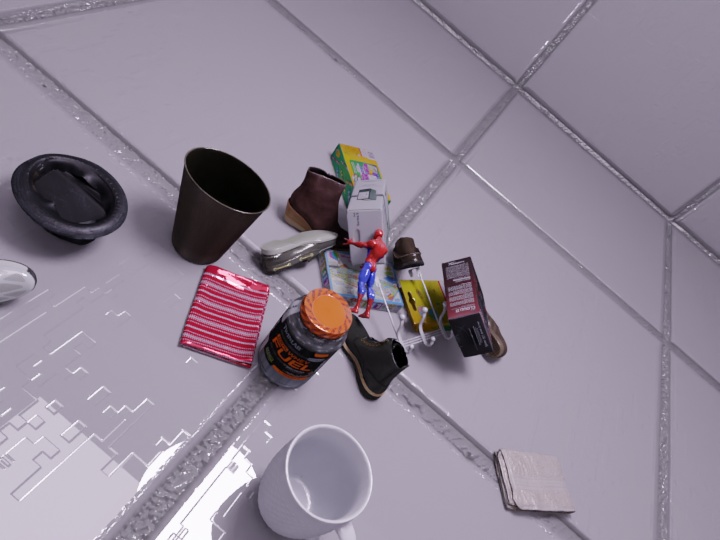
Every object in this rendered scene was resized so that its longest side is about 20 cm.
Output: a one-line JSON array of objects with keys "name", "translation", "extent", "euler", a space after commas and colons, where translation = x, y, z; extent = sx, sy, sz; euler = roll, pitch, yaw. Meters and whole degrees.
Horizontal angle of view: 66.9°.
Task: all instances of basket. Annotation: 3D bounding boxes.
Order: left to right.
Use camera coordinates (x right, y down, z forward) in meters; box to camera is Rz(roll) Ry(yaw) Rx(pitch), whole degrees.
[{"name": "basket", "translation": [-0.297, -0.115, 1.092], "extent": [0.180, 0.200, 0.136], "euler": [38, 41, -4]}]

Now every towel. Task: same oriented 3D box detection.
[{"name": "towel", "translation": [-0.261, 0.085, 1.082], "extent": [0.144, 0.022, 0.200], "euler": [23, 45, -18]}, {"name": "towel", "translation": [0.390, 0.472, 1.222], "extent": [0.200, 0.034, 0.133], "euler": [14, 49, -27]}]

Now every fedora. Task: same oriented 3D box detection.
[{"name": "fedora", "translation": [-0.533, -0.118, 1.002], "extent": [0.200, 0.092, 0.201], "euler": [20, 46, -22]}]

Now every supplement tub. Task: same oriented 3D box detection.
[{"name": "supplement tub", "translation": [-0.104, 0.127, 1.028], "extent": [0.122, 0.200, 0.123], "euler": [20, 45, -21]}]

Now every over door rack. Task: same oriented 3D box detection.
[{"name": "over door rack", "translation": [0.123, 0.081, 1.265], "extent": [0.147, 0.067, 0.200], "euler": [-12, 65, -36]}]

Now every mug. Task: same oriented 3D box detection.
[{"name": "mug", "translation": [-0.073, 0.369, 0.862], "extent": [0.147, 0.175, 0.200], "euler": [-15, 66, -43]}]

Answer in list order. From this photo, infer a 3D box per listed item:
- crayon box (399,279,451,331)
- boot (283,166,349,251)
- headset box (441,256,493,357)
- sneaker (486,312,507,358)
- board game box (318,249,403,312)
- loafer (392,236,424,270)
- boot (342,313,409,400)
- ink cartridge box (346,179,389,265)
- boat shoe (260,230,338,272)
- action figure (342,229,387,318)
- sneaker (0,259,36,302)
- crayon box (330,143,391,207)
[{"name": "crayon box", "translation": [0.181, 0.088, 1.381], "extent": [0.200, 0.051, 0.127], "euler": [3, 56, -35]}, {"name": "boot", "translation": [-0.073, -0.141, 1.302], "extent": [0.200, 0.166, 0.072], "euler": [26, 39, -15]}, {"name": "headset box", "translation": [0.249, 0.092, 1.271], "extent": [0.200, 0.075, 0.149], "euler": [-87, 157, -46]}, {"name": "sneaker", "translation": [0.320, 0.142, 1.443], "extent": [0.075, 0.070, 0.200], "euler": [10, 51, -55]}, {"name": "board game box", "translation": [0.001, 0.025, 1.317], "extent": [0.200, 0.034, 0.135], "euler": [11, 50, -29]}, {"name": "loafer", "translation": [0.109, -0.047, 1.364], "extent": [0.073, 0.200, 0.072], "euler": [-10, 99, -4]}, {"name": "boot", "translation": [0.032, 0.152, 1.153], "extent": [0.077, 0.138, 0.200], "euler": [-5, 57, -38]}, {"name": "ink cartridge box", "translation": [0.023, -0.119, 1.329], "extent": [0.084, 0.146, 0.200], "euler": [-2, 29, 7]}, {"name": "boat shoe", "translation": [-0.136, -0.047, 1.246], "extent": [0.201, 0.060, 0.072], "euler": [-18, 27, -37]}, {"name": "action figure", "translation": [0.000, 0.000, 1.218], "extent": [0.065, 0.099, 0.200], "euler": [29, 73, -43]}, {"name": "sneaker", "translation": [-0.593, 0.043, 0.805], "extent": [0.200, 0.076, 0.115], "euler": [-5, 30, -29]}, {"name": "crayon box", "translation": [-0.001, -0.261, 1.541], "extent": [0.119, 0.058, 0.200], "euler": [6, 52, -33]}]
